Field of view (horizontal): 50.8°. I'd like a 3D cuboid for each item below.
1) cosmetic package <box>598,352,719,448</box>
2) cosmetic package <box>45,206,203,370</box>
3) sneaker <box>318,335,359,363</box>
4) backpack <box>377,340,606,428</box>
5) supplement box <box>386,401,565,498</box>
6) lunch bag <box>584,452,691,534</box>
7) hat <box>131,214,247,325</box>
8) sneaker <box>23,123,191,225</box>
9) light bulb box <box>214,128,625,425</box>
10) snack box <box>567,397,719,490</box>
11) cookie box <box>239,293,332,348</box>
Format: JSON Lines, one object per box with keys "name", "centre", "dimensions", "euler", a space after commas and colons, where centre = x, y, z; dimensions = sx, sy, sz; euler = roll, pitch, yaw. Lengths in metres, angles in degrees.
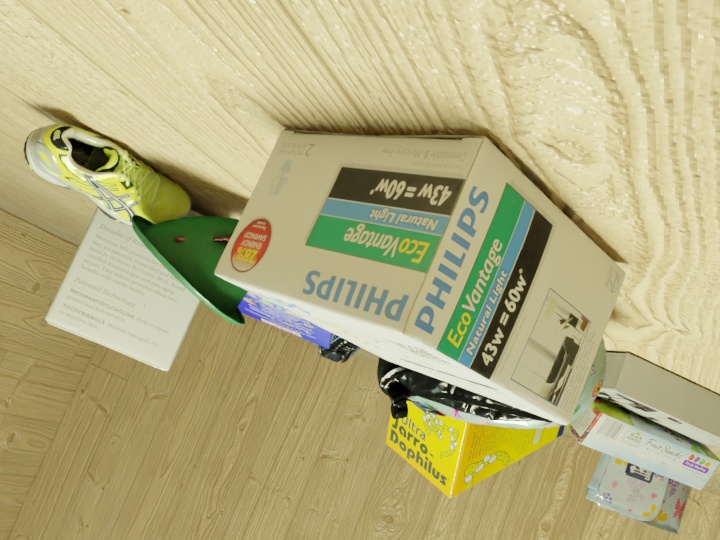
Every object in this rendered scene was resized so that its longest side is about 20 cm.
{"name": "cosmetic package", "centre": [0.365, 0.156, 0.893], "dimensions": [0.200, 0.051, 0.083], "euler": [24, 171, -11]}
{"name": "cosmetic package", "centre": [-0.289, 0.001, 1.022], "dimensions": [0.166, 0.201, 0.167], "euler": [25, 178, -11]}
{"name": "sneaker", "centre": [-0.022, 0.116, 1.268], "dimensions": [0.070, 0.078, 0.200], "euler": [25, 170, -12]}
{"name": "backpack", "centre": [0.127, 0.071, 0.718], "dimensions": [0.200, 0.168, 0.126], "euler": [11, -175, 37]}
{"name": "supplement box", "centre": [0.143, 0.153, 0.873], "dimensions": [0.200, 0.110, 0.109], "euler": [-15, -146, -37]}
{"name": "lunch bag", "centre": [0.491, 0.350, 1.326], "dimensions": [0.200, 0.170, 0.127], "euler": [29, 170, -31]}
{"name": "hat", "centre": [-0.128, -0.050, 0.871], "dimensions": [0.200, 0.176, 0.166], "euler": [45, -179, -15]}
{"name": "sneaker", "centre": [-0.278, -0.103, 0.868], "dimensions": [0.200, 0.076, 0.076], "euler": [23, 163, -40]}
{"name": "light bulb box", "centre": [0.044, 0.002, 0.543], "dimensions": [0.198, 0.125, 0.200], "euler": [14, 166, 46]}
{"name": "snack box", "centre": [0.339, 0.191, 0.973], "dimensions": [0.200, 0.053, 0.142], "euler": [24, -162, -19]}
{"name": "cookie box", "centre": [-0.108, 0.032, 1.137], "dimensions": [0.171, 0.075, 0.200], "euler": [22, 160, 2]}
